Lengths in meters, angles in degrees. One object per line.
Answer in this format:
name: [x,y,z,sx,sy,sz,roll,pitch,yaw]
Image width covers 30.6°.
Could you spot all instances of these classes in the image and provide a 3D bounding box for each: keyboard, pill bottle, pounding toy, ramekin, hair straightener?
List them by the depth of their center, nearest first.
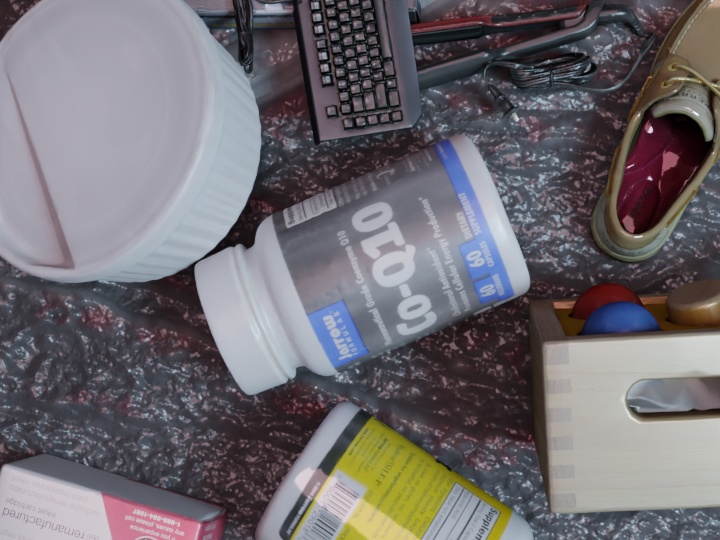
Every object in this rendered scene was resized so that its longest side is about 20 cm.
pounding toy: [0.207,0.051,0.820,0.198,0.184,0.143,-4,97,5]
pill bottle: [0.041,0.182,0.846,0.199,0.111,0.112,34,89,7]
pill bottle: [0.000,0.000,0.863,0.199,0.114,0.114,-24,84,3]
ramekin: [-0.156,-0.084,0.867,0.201,0.094,0.204,-6,76,27]
keyboard: [-0.034,-0.185,0.880,0.126,0.021,0.202,-10,85,4]
hair straightener: [0.107,-0.139,0.908,0.198,0.041,0.078,-7,85,0]

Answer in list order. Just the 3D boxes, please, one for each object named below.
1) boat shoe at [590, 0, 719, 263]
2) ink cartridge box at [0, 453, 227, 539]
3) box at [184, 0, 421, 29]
boat shoe: [0.217,-0.099,0.876,0.074,0.066,0.201,22,88,6]
ink cartridge box: [-0.188,0.240,0.876,0.145,0.085,0.202,15,89,6]
box: [-0.056,-0.251,0.921,0.198,0.048,0.160,0,85,4]
